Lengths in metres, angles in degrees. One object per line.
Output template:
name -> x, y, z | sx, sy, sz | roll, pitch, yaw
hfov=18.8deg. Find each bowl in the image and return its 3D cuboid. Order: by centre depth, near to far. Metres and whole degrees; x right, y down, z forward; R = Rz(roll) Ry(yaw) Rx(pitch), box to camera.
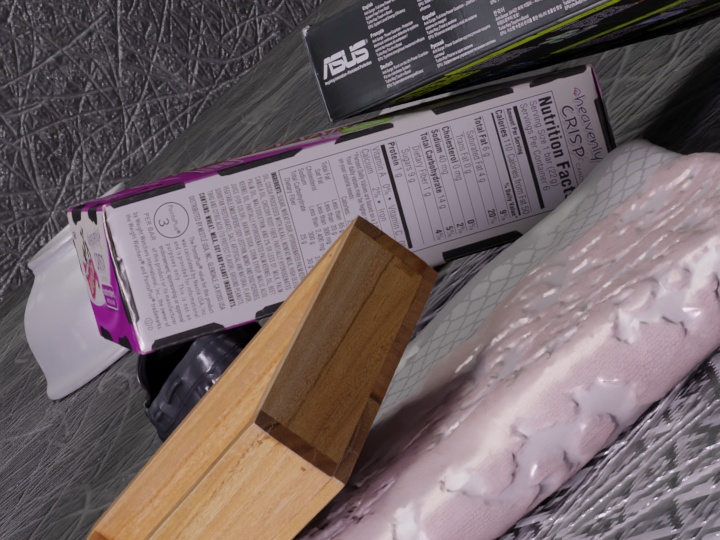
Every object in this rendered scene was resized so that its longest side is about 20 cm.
bowl -> -0.186, -0.002, 1.639 | 0.201, 0.091, 0.201 | -39, 8, 7

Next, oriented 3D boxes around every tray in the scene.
tray -> -0.051, 0.078, 0.706 | 0.200, 0.037, 0.099 | -48, 11, 42

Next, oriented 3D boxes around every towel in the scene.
towel -> 0.048, 0.032, 0.691 | 0.200, 0.032, 0.191 | -42, 9, 0

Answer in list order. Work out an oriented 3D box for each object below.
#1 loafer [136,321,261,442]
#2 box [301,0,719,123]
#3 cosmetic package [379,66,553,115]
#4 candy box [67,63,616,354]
loafer -> -0.065, 0.046, 0.962 | 0.068, 0.071, 0.200 | -42, 9, -10
box -> 0.107, -0.116, 0.831 | 0.192, 0.048, 0.200 | -14, -2, -33
cosmetic package -> 0.042, -0.075, 1.161 | 0.082, 0.051, 0.200 | -37, 10, 25
candy box -> -0.010, -0.025, 0.869 | 0.199, 0.061, 0.136 | -16, 5, -13
